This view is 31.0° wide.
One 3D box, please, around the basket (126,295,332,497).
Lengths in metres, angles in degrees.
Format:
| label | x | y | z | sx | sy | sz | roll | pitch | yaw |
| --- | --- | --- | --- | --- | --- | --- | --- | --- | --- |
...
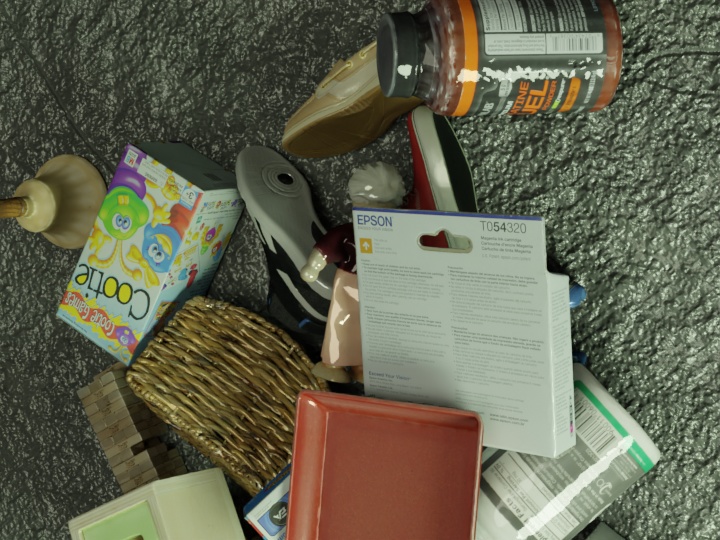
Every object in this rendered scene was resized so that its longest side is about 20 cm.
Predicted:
| label | x | y | z | sx | sy | sz | roll | pitch | yaw |
| --- | --- | --- | --- | --- | --- | --- | --- | --- | --- |
| basket | -0.116 | 0.131 | 1.329 | 0.200 | 0.149 | 0.143 | 35 | 76 | 16 |

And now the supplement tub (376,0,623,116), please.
| label | x | y | z | sx | sy | sz | roll | pitch | yaw |
| --- | --- | --- | --- | --- | --- | --- | --- | --- | --- |
| supplement tub | 0.117 | -0.186 | 1.115 | 0.198 | 0.107 | 0.108 | -3 | 96 | -11 |

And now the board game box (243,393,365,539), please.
| label | x | y | z | sx | sy | sz | roll | pitch | yaw |
| --- | --- | --- | --- | --- | --- | --- | --- | --- | --- |
| board game box | 0.028 | 0.229 | 1.209 | 0.200 | 0.056 | 0.196 | -42 | 94 | -7 |

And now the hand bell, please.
| label | x | y | z | sx | sy | sz | roll | pitch | yaw |
| --- | --- | --- | --- | --- | --- | --- | --- | --- | --- |
| hand bell | -0.358 | -0.063 | 1.337 | 0.103 | 0.200 | 0.105 | 3 | 98 | 23 |

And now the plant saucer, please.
| label | x | y | z | sx | sy | sz | roll | pitch | yaw |
| --- | --- | --- | --- | --- | --- | --- | --- | --- | --- |
| plant saucer | 0.023 | 0.211 | 1.112 | 0.199 | 0.037 | 0.202 | 3 | 88 | 38 |

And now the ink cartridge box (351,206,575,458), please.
| label | x | y | z | sx | sy | sz | roll | pitch | yaw |
| --- | --- | --- | --- | --- | --- | --- | --- | --- | --- |
| ink cartridge box | 0.085 | 0.045 | 1.094 | 0.195 | 0.043 | 0.202 | 6 | 104 | 38 |

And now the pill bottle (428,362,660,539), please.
| label | x | y | z | sx | sy | sz | roll | pitch | yaw |
| --- | --- | --- | --- | --- | --- | --- | --- | --- | --- |
| pill bottle | 0.154 | 0.186 | 1.136 | 0.200 | 0.113 | 0.113 | -42 | 79 | 3 |

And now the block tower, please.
| label | x | y | z | sx | sy | sz | roll | pitch | yaw |
| --- | --- | --- | --- | --- | --- | --- | --- | --- | --- |
| block tower | -0.234 | 0.196 | 1.392 | 0.054 | 0.058 | 0.201 | -28 | 84 | 24 |

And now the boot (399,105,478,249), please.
| label | x | y | z | sx | sy | sz | roll | pitch | yaw |
| --- | --- | --- | --- | --- | --- | --- | --- | --- | --- |
| boot | 0.039 | -0.047 | 1.235 | 0.143 | 0.072 | 0.201 | -12 | 95 | 26 |

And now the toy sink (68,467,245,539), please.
| label | x | y | z | sx | sy | sz | roll | pitch | yaw |
| --- | --- | --- | --- | --- | --- | --- | --- | --- | --- |
| toy sink | -0.185 | 0.314 | 1.273 | 0.130 | 0.112 | 0.201 | -26 | 77 | 32 |

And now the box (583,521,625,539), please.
| label | x | y | z | sx | sy | sz | roll | pitch | yaw |
| --- | --- | --- | --- | --- | --- | --- | --- | --- | --- |
| box | 0.219 | 0.366 | 1.133 | 0.199 | 0.200 | 0.172 | 36 | 111 | 16 |

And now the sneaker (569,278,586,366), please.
| label | x | y | z | sx | sy | sz | roll | pitch | yaw |
| --- | --- | --- | --- | --- | --- | --- | --- | --- | --- |
| sneaker | 0.161 | 0.096 | 1.196 | 0.085 | 0.077 | 0.202 | 12 | 103 | 15 |

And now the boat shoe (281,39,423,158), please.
| label | x | y | z | sx | sy | sz | roll | pitch | yaw |
| --- | --- | --- | --- | --- | --- | --- | --- | --- | --- |
| boat shoe | 0.001 | -0.173 | 1.239 | 0.199 | 0.073 | 0.070 | -26 | 58 | 36 |

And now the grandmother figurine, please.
| label | x | y | z | sx | sy | sz | roll | pitch | yaw |
| --- | --- | --- | --- | --- | --- | --- | --- | --- | --- |
| grandmother figurine | 0.000 | 0.000 | 1.183 | 0.060 | 0.121 | 0.202 | 17 | 99 | 51 |

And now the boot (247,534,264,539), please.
| label | x | y | z | sx | sy | sz | roll | pitch | yaw |
| --- | --- | --- | --- | --- | --- | --- | --- | --- | --- |
| boot | -0.006 | 0.300 | 1.298 | 0.174 | 0.069 | 0.201 | -33 | 95 | 12 |

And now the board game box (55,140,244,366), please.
| label | x | y | z | sx | sy | sz | roll | pitch | yaw |
| --- | --- | --- | --- | --- | --- | --- | --- | --- | --- |
| board game box | -0.211 | -0.020 | 1.329 | 0.103 | 0.105 | 0.201 | 31 | 107 | 18 |

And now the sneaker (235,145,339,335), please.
| label | x | y | z | sx | sy | sz | roll | pitch | yaw |
| --- | --- | --- | --- | --- | --- | --- | --- | --- | --- |
| sneaker | -0.081 | -0.019 | 1.290 | 0.201 | 0.073 | 0.112 | 57 | 141 | 27 |
